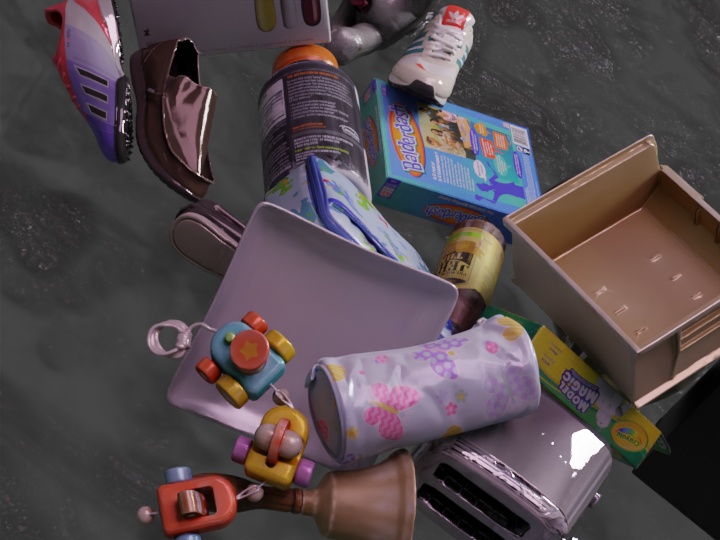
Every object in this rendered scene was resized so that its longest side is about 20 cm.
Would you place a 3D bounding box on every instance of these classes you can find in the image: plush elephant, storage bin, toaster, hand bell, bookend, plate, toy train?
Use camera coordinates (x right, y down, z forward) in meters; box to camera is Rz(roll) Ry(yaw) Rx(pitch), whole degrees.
[{"bbox_3d":[0.010,-0.334,1.895,0.156,0.164,0.200,55,14,2],"label":"plush elephant"},{"bbox_3d":[0.272,-0.005,1.601,0.197,0.094,0.200,-30,52,-18],"label":"storage bin"},{"bbox_3d":[0.123,0.173,1.533,0.199,0.114,0.129,37,43,0],"label":"toaster"},{"bbox_3d":[-0.061,0.193,1.424,0.197,0.105,0.105,7,48,-14],"label":"hand bell"},{"bbox_3d":[0.406,0.179,1.657,0.198,0.201,0.092,38,41,3],"label":"bookend"},{"bbox_3d":[-0.042,0.060,1.479,0.198,0.201,0.032,23,14,-15],"label":"plate"},{"bbox_3d":[-0.114,0.124,1.386,0.148,0.056,0.202,-5,70,-5],"label":"toy train"}]

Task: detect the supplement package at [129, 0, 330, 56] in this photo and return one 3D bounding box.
[{"bbox_3d":[-0.136,-0.315,1.743,0.197,0.112,0.157,-7,49,0],"label":"supplement package"}]

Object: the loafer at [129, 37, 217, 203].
[{"bbox_3d":[-0.175,-0.155,1.644,0.073,0.071,0.202,30,33,-48],"label":"loafer"}]

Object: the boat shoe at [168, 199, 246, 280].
[{"bbox_3d":[-0.087,0.004,1.576,0.199,0.067,0.057,39,34,-2],"label":"boat shoe"}]

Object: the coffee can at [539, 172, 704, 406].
[{"bbox_3d":[0.261,0.019,1.744,0.145,0.147,0.202,9,48,-28],"label":"coffee can"}]

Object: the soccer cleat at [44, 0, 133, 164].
[{"bbox_3d":[-0.261,-0.183,1.644,0.072,0.068,0.202,-7,58,-9],"label":"soccer cleat"}]

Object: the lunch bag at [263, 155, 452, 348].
[{"bbox_3d":[0.000,0.000,1.565,0.200,0.082,0.161,47,14,-23],"label":"lunch bag"}]

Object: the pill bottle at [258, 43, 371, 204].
[{"bbox_3d":[-0.049,-0.136,1.703,0.105,0.107,0.202,15,45,-23],"label":"pill bottle"}]

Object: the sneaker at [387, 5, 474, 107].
[{"bbox_3d":[0.083,-0.243,1.860,0.070,0.094,0.200,23,18,2],"label":"sneaker"}]

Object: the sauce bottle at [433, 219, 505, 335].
[{"bbox_3d":[0.097,0.029,1.684,0.064,0.065,0.201,30,40,-7],"label":"sauce bottle"}]

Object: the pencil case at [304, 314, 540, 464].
[{"bbox_3d":[0.055,0.099,1.441,0.198,0.083,0.092,-13,88,-20],"label":"pencil case"}]

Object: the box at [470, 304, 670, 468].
[{"bbox_3d":[0.199,0.117,1.611,0.199,0.049,0.117,39,-7,-23],"label":"box"}]

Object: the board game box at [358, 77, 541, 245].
[{"bbox_3d":[0.098,-0.115,1.833,0.198,0.045,0.153,16,45,-23],"label":"board game box"}]
